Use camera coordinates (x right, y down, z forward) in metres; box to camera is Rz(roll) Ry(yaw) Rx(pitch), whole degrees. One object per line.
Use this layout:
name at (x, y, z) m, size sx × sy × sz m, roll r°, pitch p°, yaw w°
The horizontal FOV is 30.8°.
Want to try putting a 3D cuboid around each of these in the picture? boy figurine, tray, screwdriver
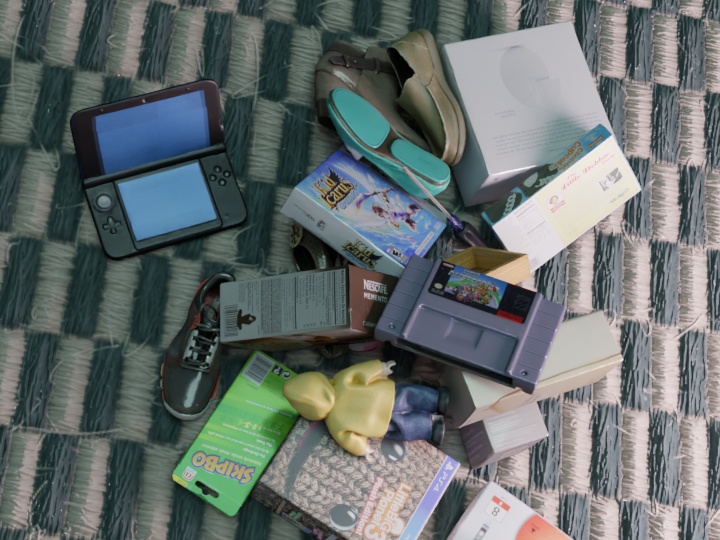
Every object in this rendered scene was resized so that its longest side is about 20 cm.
boy figurine at (0.004, 0.166, 1.572) m, size 0.200 × 0.064 × 0.125 m, roll 7°, pitch 97°, yaw -4°
tray at (0.116, 0.020, 1.682) m, size 0.200 × 0.099 × 0.037 m, roll -23°, pitch 112°, yaw -38°
screwdriver at (0.110, -0.081, 1.744) m, size 0.028 × 0.029 × 0.200 m, roll -43°, pitch 125°, yaw 5°

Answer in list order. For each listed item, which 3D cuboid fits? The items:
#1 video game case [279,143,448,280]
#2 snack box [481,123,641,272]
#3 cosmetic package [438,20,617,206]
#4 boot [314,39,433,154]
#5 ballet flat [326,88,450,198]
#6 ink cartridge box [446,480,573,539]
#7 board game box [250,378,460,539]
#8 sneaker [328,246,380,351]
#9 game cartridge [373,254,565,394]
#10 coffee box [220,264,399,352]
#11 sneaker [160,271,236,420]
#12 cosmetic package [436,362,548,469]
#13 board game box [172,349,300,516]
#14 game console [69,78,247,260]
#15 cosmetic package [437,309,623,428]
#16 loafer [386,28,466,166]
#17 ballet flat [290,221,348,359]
video game case at (0.011, -0.073, 1.711) m, size 0.181 × 0.045 × 0.200 m, roll 35°, pitch 28°, yaw 3°
snack box at (0.271, -0.093, 1.758) m, size 0.200 × 0.116 × 0.037 m, roll -37°, pitch 42°, yaw 2°
cosmetic package at (0.220, -0.216, 1.819) m, size 0.199 × 0.123 × 0.200 m, roll -13°, pitch 73°, yaw -16°
boot at (0.028, -0.240, 1.826) m, size 0.200 × 0.070 × 0.146 m, roll 24°, pitch 58°, yaw -13°
ballet flat at (0.026, -0.160, 1.744) m, size 0.200 × 0.070 × 0.067 m, roll 36°, pitch 50°, yaw -2°
ink cartridge box at (0.171, 0.389, 1.640) m, size 0.162 × 0.050 × 0.200 m, roll 36°, pitch 65°, yaw 3°
board game box at (-0.008, 0.260, 1.624) m, size 0.200 × 0.097 × 0.160 m, roll 32°, pitch 68°, yaw 2°
sneaker at (0.000, 0.000, 1.722) m, size 0.080 × 0.086 × 0.200 m, roll -13°, pitch 74°, yaw -16°
game cartridge at (0.131, 0.059, 1.550) m, size 0.200 × 0.038 × 0.130 m, roll 19°, pitch 57°, yaw 12°
coffee box at (-0.062, 0.050, 1.615) m, size 0.200 × 0.114 × 0.080 m, roll -8°, pitch 78°, yaw 33°
sneaker at (-0.203, 0.087, 1.654) m, size 0.077 × 0.082 × 0.200 m, roll 15°, pitch 69°, yaw -6°
cosmetic package at (0.160, 0.142, 1.694) m, size 0.090 × 0.107 × 0.200 m, roll -17°, pitch 73°, yaw -16°
board game box at (-0.147, 0.205, 1.654) m, size 0.095 × 0.030 × 0.200 m, roll 32°, pitch 66°, yaw 2°
game console at (-0.258, -0.130, 1.701) m, size 0.200 × 0.118 × 0.171 m, roll -17°, pitch 75°, yaw -15°
cosmetic package at (0.205, 0.120, 1.599) m, size 0.200 × 0.104 × 0.073 m, roll -17°, pitch 74°, yaw -15°
loafer at (0.086, -0.230, 1.775) m, size 0.067 × 0.076 × 0.200 m, roll -12°, pitch 72°, yaw -18°
ballet flat at (-0.062, 0.020, 1.716) m, size 0.046 × 0.067 × 0.200 m, roll -10°, pitch 79°, yaw -23°
